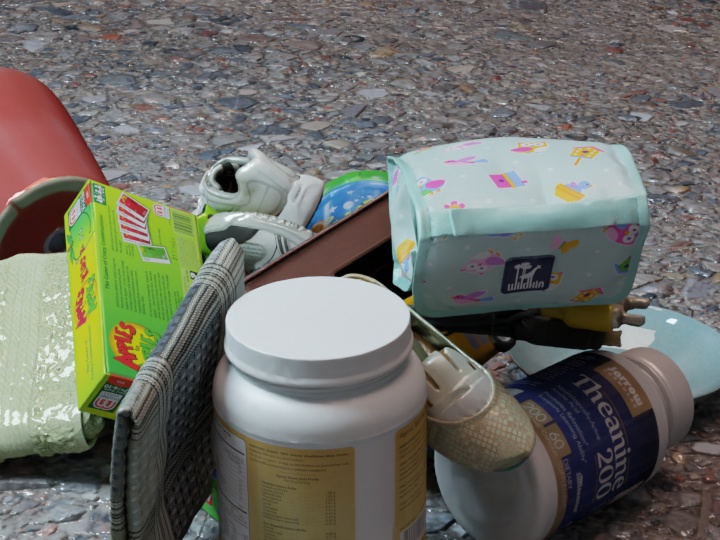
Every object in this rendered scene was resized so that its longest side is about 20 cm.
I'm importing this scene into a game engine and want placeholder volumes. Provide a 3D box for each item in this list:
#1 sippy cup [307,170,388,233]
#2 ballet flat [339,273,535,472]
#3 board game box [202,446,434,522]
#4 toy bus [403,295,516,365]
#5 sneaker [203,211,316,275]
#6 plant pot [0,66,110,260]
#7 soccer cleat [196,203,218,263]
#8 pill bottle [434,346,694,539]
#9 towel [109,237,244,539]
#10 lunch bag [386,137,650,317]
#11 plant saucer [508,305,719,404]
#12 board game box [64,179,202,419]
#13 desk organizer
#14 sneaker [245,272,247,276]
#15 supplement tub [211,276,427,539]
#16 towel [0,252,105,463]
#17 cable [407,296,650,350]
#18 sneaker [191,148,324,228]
[{"bbox_3d":[0.007,-0.001,1.565,0.176,0.141,0.131,-18,27,12],"label":"sippy cup"},{"bbox_3d":[0.041,0.069,1.219,0.067,0.063,0.200,-42,50,-13],"label":"ballet flat"},{"bbox_3d":[-0.056,0.134,1.368,0.199,0.029,0.134,-15,28,-35],"label":"board game box"},{"bbox_3d":[0.041,0.067,1.369,0.199,0.065,0.079,-26,77,-48],"label":"toy bus"},{"bbox_3d":[-0.044,0.020,1.443,0.198,0.088,0.076,25,-14,-10],"label":"sneaker"},{"bbox_3d":[-0.318,-0.063,1.624,0.199,0.202,0.177,-13,36,-32],"label":"plant pot"},{"bbox_3d":[-0.168,-0.011,1.545,0.199,0.081,0.068,-19,27,48],"label":"soccer cleat"},{"bbox_3d":[0.158,0.124,1.300,0.199,0.112,0.110,-20,31,-41],"label":"pill bottle"},{"bbox_3d":[-0.118,0.111,1.169,0.034,0.202,0.193,14,38,9],"label":"towel"},{"bbox_3d":[0.108,-0.033,1.249,0.168,0.123,0.200,-3,5,-5],"label":"lunch bag"},{"bbox_3d":[0.222,0.083,1.497,0.199,0.039,0.201,1,23,0],"label":"plant saucer"},{"bbox_3d":[-0.171,0.029,1.362,0.101,0.048,0.201,18,40,-30],"label":"board game box"},{"bbox_3d":[0.000,0.000,1.378,0.199,0.077,0.072,-32,-7,-17],"label":"desk organizer"},{"bbox_3d":[-0.091,0.044,1.553,0.081,0.077,0.200,30,10,-16],"label":"sneaker"},{"bbox_3d":[-0.026,0.121,1.172,0.143,0.202,0.145,0,24,0],"label":"supplement tub"},{"bbox_3d":[-0.268,0.065,1.378,0.147,0.037,0.201,-10,50,8],"label":"towel"},{"bbox_3d":[0.117,0.028,1.325,0.198,0.051,0.097,7,6,3],"label":"cable"},{"bbox_3d":[-0.111,-0.062,1.535,0.081,0.076,0.199,33,-27,-23],"label":"sneaker"}]
